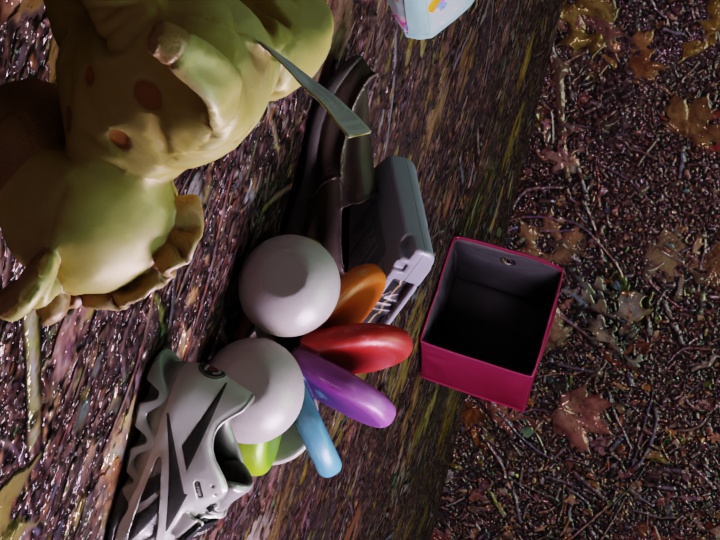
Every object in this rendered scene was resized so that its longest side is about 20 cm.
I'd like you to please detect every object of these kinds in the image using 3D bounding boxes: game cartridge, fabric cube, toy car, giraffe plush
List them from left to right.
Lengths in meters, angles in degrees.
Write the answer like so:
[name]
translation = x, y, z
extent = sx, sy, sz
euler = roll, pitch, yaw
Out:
[giraffe plush]
translation = -0.104, -0.064, 0.727
extent = 0.172, 0.201, 0.163
euler = 9, 127, -51
[toy car]
translation = -0.036, 0.079, 1.366
extent = 0.175, 0.148, 0.202
euler = 77, 31, -73
[game cartridge]
translation = 0.000, 0.000, 1.489
extent = 0.201, 0.040, 0.134
euler = -54, -143, 39
[fabric cube]
translation = 0.217, 0.090, 2.781
extent = 0.200, 0.194, 0.202
euler = 81, 27, -69

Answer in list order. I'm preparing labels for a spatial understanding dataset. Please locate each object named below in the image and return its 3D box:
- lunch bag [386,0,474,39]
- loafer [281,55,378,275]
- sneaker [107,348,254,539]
[lunch bag]
translation = 0.056, -0.304, 1.328
extent = 0.171, 0.120, 0.202
euler = 82, 21, -71
[loafer]
translation = -0.013, -0.085, 1.453
extent = 0.073, 0.070, 0.202
euler = -35, 141, -75
[sneaker]
translation = -0.125, 0.162, 1.188
extent = 0.074, 0.087, 0.202
euler = -55, 161, -66
